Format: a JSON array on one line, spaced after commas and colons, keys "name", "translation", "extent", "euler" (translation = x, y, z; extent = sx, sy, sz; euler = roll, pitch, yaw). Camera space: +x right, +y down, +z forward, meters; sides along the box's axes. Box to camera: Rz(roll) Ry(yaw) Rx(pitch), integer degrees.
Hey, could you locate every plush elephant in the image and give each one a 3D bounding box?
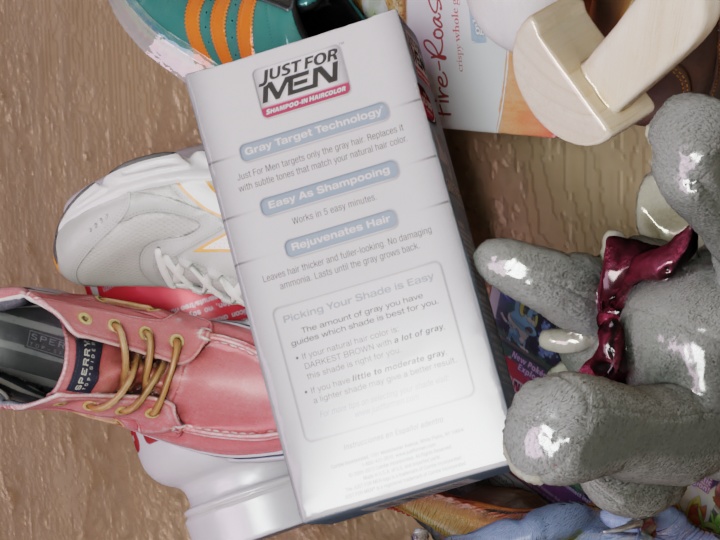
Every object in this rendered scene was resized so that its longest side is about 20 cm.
[{"name": "plush elephant", "translation": [0.121, 0.020, 1.130], "extent": [0.155, 0.199, 0.166], "euler": [18, 85, 52]}]

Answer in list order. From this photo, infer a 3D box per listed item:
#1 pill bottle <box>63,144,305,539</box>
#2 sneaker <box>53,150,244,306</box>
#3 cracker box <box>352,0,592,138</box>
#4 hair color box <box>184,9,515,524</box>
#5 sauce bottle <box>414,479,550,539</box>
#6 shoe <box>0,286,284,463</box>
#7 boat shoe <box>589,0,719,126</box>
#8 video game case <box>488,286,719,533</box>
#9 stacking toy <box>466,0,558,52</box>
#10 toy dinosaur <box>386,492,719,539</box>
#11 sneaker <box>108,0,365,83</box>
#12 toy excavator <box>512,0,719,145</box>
[{"name": "pill bottle", "translation": [-0.075, 0.042, 1.412], "extent": [0.112, 0.112, 0.201], "euler": [-24, 82, 50]}, {"name": "sneaker", "translation": [-0.052, -0.008, 1.306], "extent": [0.076, 0.199, 0.093], "euler": [66, -165, -63]}, {"name": "cracker box", "translation": [0.036, -0.137, 1.269], "extent": [0.199, 0.057, 0.135], "euler": [8, 107, 49]}, {"name": "hair color box", "translation": [0.000, 0.000, 1.168], "extent": [0.098, 0.061, 0.201], "euler": [-16, 82, 8]}, {"name": "sauce bottle", "translation": [0.084, 0.146, 1.256], "extent": [0.200, 0.064, 0.065], "euler": [38, 128, 38]}, {"name": "shoe", "translation": [-0.111, 0.051, 1.317], "extent": [0.199, 0.091, 0.072], "euler": [13, 96, 20]}, {"name": "boat shoe", "translation": [0.142, -0.147, 1.121], "extent": [0.071, 0.070, 0.201], "euler": [-98, 13, -48]}, {"name": "video game case", "translation": [0.121, 0.113, 1.270], "extent": [0.200, 0.023, 0.183], "euler": [35, 126, 40]}, {"name": "stacking toy", "translation": [0.059, -0.185, 1.095], "extent": [0.146, 0.146, 0.201], "euler": [13, 123, 47]}, {"name": "toy dinosaur", "translation": [0.112, 0.113, 1.172], "extent": [0.200, 0.180, 0.105], "euler": [-112, 9, -47]}, {"name": "sneaker", "translation": [-0.041, -0.112, 1.275], "extent": [0.200, 0.071, 0.080], "euler": [42, 111, 33]}, {"name": "toy excavator", "translation": [0.120, -0.152, 1.009], "extent": [0.194, 0.100, 0.201], "euler": [-6, 107, 43]}]
